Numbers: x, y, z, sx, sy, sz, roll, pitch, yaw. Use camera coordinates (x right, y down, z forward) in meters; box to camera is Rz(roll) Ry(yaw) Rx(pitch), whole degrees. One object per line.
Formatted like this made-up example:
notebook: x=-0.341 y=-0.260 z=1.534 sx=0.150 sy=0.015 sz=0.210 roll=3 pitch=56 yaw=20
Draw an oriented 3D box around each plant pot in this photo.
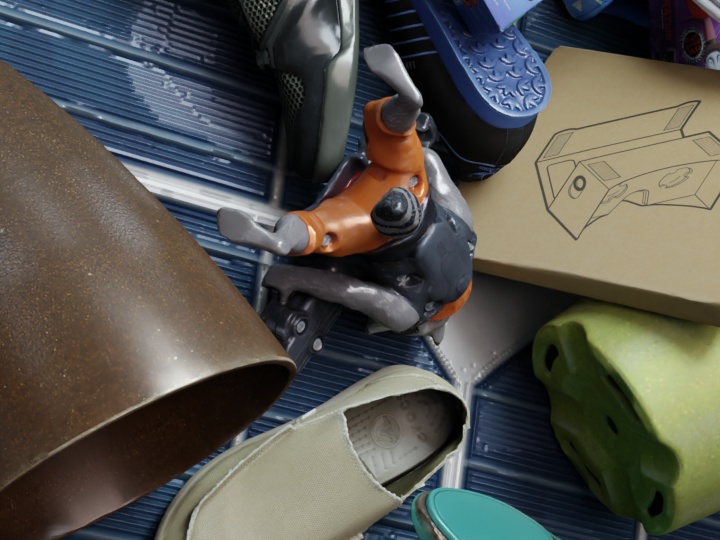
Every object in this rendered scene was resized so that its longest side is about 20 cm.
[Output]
plant pot: x=-0.158 y=0.007 z=0.965 sx=0.187 sy=0.187 sz=0.200 roll=-22 pitch=75 yaw=-30
plant pot: x=0.203 y=0.046 z=1.136 sx=0.184 sy=0.200 sz=0.201 roll=-27 pitch=91 yaw=-18

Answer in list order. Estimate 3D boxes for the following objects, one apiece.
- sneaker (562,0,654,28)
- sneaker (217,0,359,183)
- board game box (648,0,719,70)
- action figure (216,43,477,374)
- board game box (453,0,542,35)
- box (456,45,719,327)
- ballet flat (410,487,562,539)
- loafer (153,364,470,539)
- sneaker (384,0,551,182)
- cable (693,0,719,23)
sneaker: x=0.131 y=-0.213 z=1.210 sx=0.200 sy=0.076 sz=0.105 roll=30 pitch=67 yaw=-19
sneaker: x=-0.057 y=-0.144 z=1.103 sx=0.114 sy=0.076 sz=0.200 roll=-5 pitch=97 yaw=-6
board game box: x=0.255 y=-0.127 z=1.251 sx=0.200 sy=0.032 sz=0.120 roll=-7 pitch=93 yaw=-36
action figure: x=0.000 y=0.000 z=1.049 sx=0.104 sy=0.193 sz=0.200 roll=26 pitch=81 yaw=27
board game box: x=0.067 y=-0.244 z=1.080 sx=0.135 sy=0.034 sz=0.200 roll=-37 pitch=108 yaw=-19
box: x=0.153 y=-0.050 z=1.123 sx=0.164 sy=0.200 sz=0.021 roll=-53 pitch=137 yaw=-27
ballet flat: x=0.095 y=0.174 z=1.100 sx=0.200 sy=0.070 sz=0.067 roll=21 pitch=37 yaw=-29
loafer: x=-0.021 y=0.107 z=1.060 sx=0.200 sy=0.068 sz=0.076 roll=-37 pitch=96 yaw=-29
sneaker: x=0.039 y=-0.143 z=1.156 sx=0.070 sy=0.078 sz=0.200 roll=-8 pitch=61 yaw=-26
cable: x=0.265 y=-0.172 z=1.157 sx=0.200 sy=0.069 sz=0.200 roll=24 pitch=32 yaw=3
